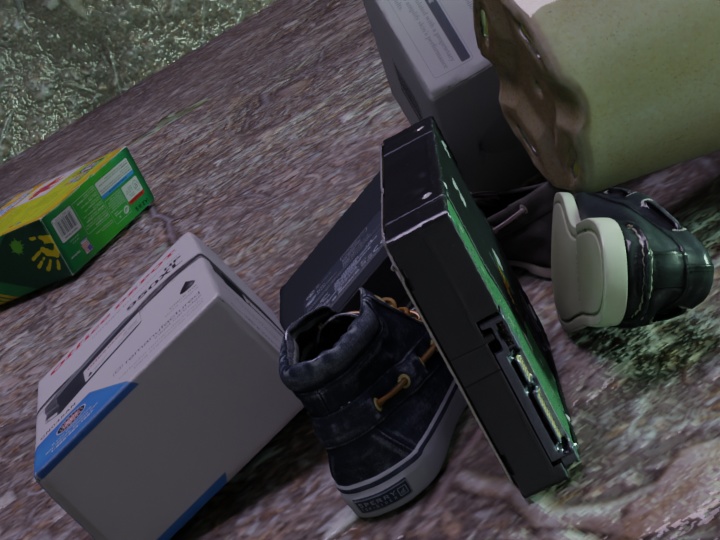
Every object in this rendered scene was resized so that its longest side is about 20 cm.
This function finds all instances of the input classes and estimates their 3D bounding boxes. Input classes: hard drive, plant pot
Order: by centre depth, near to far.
[{"bbox_3d":[0.055,0.011,0.876,0.038,0.141,0.200,-27,16,7],"label":"hard drive"},{"bbox_3d":[0.170,-0.138,1.001,0.182,0.202,0.200,-26,14,-8],"label":"plant pot"},{"bbox_3d":[0.000,0.000,1.137,0.140,0.033,0.200,-50,12,10],"label":"hard drive"}]

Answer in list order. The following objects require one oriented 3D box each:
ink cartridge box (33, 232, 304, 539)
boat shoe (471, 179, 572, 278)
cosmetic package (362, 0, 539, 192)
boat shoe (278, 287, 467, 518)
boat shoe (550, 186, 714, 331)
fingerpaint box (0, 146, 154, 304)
[{"bbox_3d":[-0.116,0.070,1.056,0.145,0.084,0.200,-44,15,1],"label":"ink cartridge box"},{"bbox_3d":[0.087,-0.033,1.122,0.067,0.057,0.199,-35,16,-23],"label":"boat shoe"},{"bbox_3d":[0.118,-0.167,1.210,0.199,0.124,0.200,-28,-22,-2],"label":"cosmetic package"},{"bbox_3d":[0.014,0.042,0.944,0.070,0.091,0.200,-24,15,18],"label":"boat shoe"},{"bbox_3d":[0.139,-0.007,0.926,0.065,0.075,0.199,-3,0,-2],"label":"boat shoe"},{"bbox_3d":[-0.340,-0.039,1.914,0.166,0.074,0.200,-20,17,28],"label":"fingerpaint box"}]
